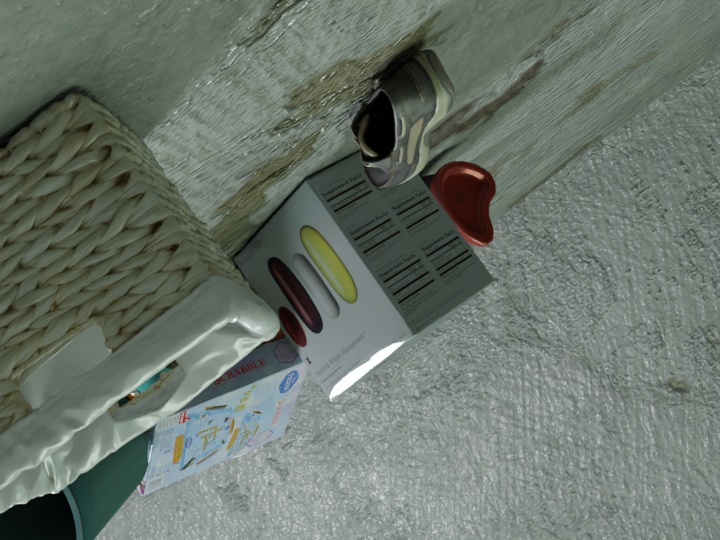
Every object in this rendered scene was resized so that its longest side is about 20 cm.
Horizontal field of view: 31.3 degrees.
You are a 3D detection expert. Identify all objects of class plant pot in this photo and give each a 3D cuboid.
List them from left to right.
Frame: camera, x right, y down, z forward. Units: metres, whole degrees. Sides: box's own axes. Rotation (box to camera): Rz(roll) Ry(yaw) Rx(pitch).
[{"bbox_3d":[-0.333,0.219,1.365,0.200,0.201,0.196,-38,-178,25],"label":"plant pot"}]

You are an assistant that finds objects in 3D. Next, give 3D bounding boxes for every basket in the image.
[{"bbox_3d":[-0.177,0.025,0.775,0.198,0.161,0.200,-36,175,0],"label":"basket"}]

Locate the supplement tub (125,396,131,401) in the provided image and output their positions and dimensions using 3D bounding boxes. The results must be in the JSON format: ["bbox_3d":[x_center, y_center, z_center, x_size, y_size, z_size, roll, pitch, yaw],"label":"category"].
[{"bbox_3d":[-0.359,0.230,1.553,0.199,0.123,0.123,-33,174,-33],"label":"supplement tub"}]

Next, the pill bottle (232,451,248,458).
[{"bbox_3d":[-0.182,0.159,1.730,0.113,0.113,0.201,-33,147,-27],"label":"pill bottle"}]

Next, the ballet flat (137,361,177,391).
[{"bbox_3d":[-0.222,0.080,1.393,0.200,0.067,0.069,112,-7,-69],"label":"ballet flat"}]

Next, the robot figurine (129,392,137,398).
[{"bbox_3d":[-0.269,0.155,1.804,0.145,0.058,0.200,-41,173,18],"label":"robot figurine"}]

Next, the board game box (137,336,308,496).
[{"bbox_3d":[-0.167,0.171,1.509,0.198,0.041,0.200,-20,154,-27],"label":"board game box"}]

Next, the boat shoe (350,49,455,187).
[{"bbox_3d":[0.024,-0.135,1.202,0.073,0.075,0.200,-23,161,-21],"label":"boat shoe"}]

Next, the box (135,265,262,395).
[{"bbox_3d":[-0.177,0.099,1.550,0.199,0.050,0.158,-35,139,-8],"label":"box"}]

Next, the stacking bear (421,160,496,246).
[{"bbox_3d":[0.087,-0.071,1.856,0.113,0.122,0.199,24,148,-31],"label":"stacking bear"}]

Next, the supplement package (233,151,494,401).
[{"bbox_3d":[0.000,0.000,1.433,0.147,0.201,0.191,-30,172,-41],"label":"supplement package"}]

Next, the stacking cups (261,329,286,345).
[{"bbox_3d":[-0.065,0.065,1.524,0.199,0.061,0.060,-6,159,-32],"label":"stacking cups"}]
